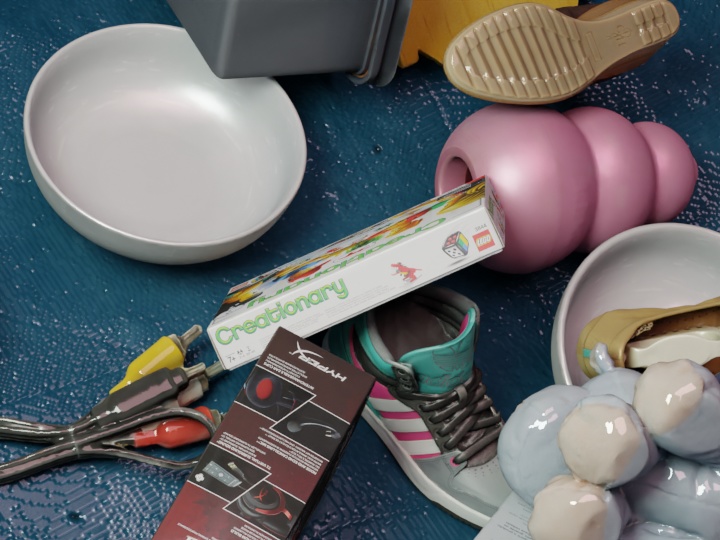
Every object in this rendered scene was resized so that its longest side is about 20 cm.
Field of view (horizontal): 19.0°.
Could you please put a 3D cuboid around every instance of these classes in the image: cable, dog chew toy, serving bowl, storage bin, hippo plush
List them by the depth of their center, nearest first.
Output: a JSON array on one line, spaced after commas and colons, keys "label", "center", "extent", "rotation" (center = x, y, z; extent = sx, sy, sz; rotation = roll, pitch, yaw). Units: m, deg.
[{"label": "hippo plush", "center": [0.168, 0.100, 1.327], "extent": [0.200, 0.160, 0.161], "rotation": [-21, 31, -15]}, {"label": "cable", "center": [-0.174, 0.113, 1.435], "extent": [0.200, 0.050, 0.097], "rotation": [-24, 74, -11]}, {"label": "serving bowl", "center": [0.222, 0.070, 1.515], "extent": [0.200, 0.066, 0.200], "rotation": [6, 66, -14]}, {"label": "serving bowl", "center": [-0.141, -0.079, 1.520], "extent": [0.200, 0.066, 0.200], "rotation": [8, 53, -11]}, {"label": "storage bin", "center": [-0.067, -0.228, 1.552], "extent": [0.134, 0.146, 0.200], "rotation": [-12, 48, -27]}, {"label": "dog chew toy", "center": [0.157, -0.064, 1.562], "extent": [0.200, 0.125, 0.125], "rotation": [-6, 62, -25]}]

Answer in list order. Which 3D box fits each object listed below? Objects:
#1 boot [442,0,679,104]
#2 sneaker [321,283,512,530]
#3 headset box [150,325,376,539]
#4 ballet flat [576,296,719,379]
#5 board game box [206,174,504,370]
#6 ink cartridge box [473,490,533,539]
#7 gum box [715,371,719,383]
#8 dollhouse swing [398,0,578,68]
[{"label": "boot", "center": [0.119, -0.150, 1.571], "extent": [0.200, 0.166, 0.073], "rotation": [-14, 90, -26]}, {"label": "sneaker", "center": [0.062, 0.082, 1.451], "extent": [0.200, 0.121, 0.084], "rotation": [44, 61, 12]}, {"label": "headset box", "center": [-0.077, 0.158, 1.359], "extent": [0.075, 0.149, 0.200], "rotation": [28, 59, 4]}, {"label": "ballet flat", "center": [0.245, 0.050, 1.450], "extent": [0.200, 0.063, 0.069], "rotation": [-10, 98, -17]}, {"label": "board game box", "center": [0.000, 0.000, 1.435], "extent": [0.200, 0.126, 0.035], "rotation": [-24, 99, 8]}, {"label": "ink cartridge box", "center": [0.160, 0.213, 1.338], "extent": [0.196, 0.043, 0.200], "rotation": [26, 36, 17]}, {"label": "gum box", "center": [0.310, 0.132, 1.451], "extent": [0.170, 0.200, 0.045], "rotation": [-30, 28, -27]}, {"label": "dollhouse swing", "center": [0.051, -0.273, 1.700], "extent": [0.200, 0.176, 0.182], "rotation": [-25, 111, -25]}]
